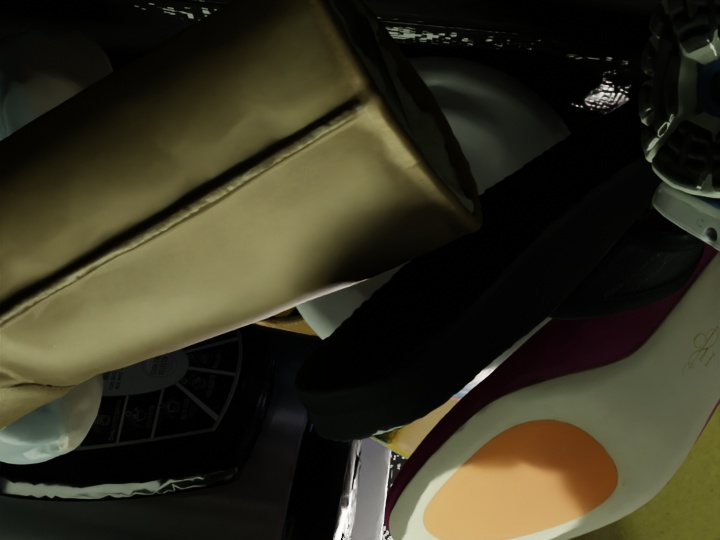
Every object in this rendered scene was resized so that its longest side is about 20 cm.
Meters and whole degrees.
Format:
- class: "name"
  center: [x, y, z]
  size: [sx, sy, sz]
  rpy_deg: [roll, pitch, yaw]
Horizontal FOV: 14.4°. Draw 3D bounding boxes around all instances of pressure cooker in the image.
- class: "pressure cooker"
  center: [-0.102, 0.097, 1.071]
  size: [0.199, 0.180, 0.176]
  rpy_deg: [10, 176, 4]

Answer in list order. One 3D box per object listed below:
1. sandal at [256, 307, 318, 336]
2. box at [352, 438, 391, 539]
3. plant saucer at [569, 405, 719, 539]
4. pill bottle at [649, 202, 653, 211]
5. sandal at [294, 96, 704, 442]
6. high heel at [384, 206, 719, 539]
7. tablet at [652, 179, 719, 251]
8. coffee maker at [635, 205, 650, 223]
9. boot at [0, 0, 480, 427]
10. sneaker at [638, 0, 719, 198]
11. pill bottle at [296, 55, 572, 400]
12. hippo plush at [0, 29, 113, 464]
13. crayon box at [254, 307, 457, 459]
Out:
- class: "sandal"
  center: [0.000, 0.000, 1.183]
  size: [0.199, 0.054, 0.080]
  rpy_deg: [-11, 175, -21]
- class: "box"
  center: [-0.059, 0.057, 1.409]
  size: [0.104, 0.201, 0.148]
  rpy_deg: [3, 175, 31]
- class: "plant saucer"
  center: [0.162, 0.069, 1.038]
  size: [0.199, 0.049, 0.201]
  rpy_deg: [-22, 128, 5]
- class: "pill bottle"
  center: [0.161, 0.064, 1.149]
  size: [0.110, 0.201, 0.111]
  rpy_deg: [6, -175, -1]
- class: "sandal"
  center: [0.060, -0.001, 0.873]
  size: [0.200, 0.048, 0.075]
  rpy_deg: [-39, -160, -30]
- class: "high heel"
  center: [0.086, 0.016, 0.941]
  size: [0.067, 0.200, 0.096]
  rpy_deg: [42, -162, -27]
- class: "tablet"
  center: [0.185, -0.006, 0.840]
  size: [0.130, 0.014, 0.199]
  rpy_deg: [30, -157, 29]
- class: "coffee maker"
  center: [0.128, 0.021, 1.378]
  size: [0.191, 0.135, 0.200]
  rpy_deg: [32, 172, -2]
- class: "boot"
  center: [-0.092, -0.037, 0.828]
  size: [0.199, 0.066, 0.175]
  rpy_deg: [-26, 129, 18]
- class: "sneaker"
  center: [0.164, -0.048, 0.742]
  size: [0.089, 0.079, 0.200]
  rpy_deg: [0, -173, -34]
- class: "pill bottle"
  center: [0.040, -0.008, 1.047]
  size: [0.111, 0.113, 0.200]
  rpy_deg: [4, 175, 12]
- class: "hippo plush"
  center: [-0.170, -0.004, 0.982]
  size: [0.159, 0.200, 0.161]
  rpy_deg: [39, 172, -22]
- class: "crayon box"
  center: [0.009, 0.048, 1.275]
  size: [0.125, 0.052, 0.200]
  rpy_deg: [29, 178, 33]
